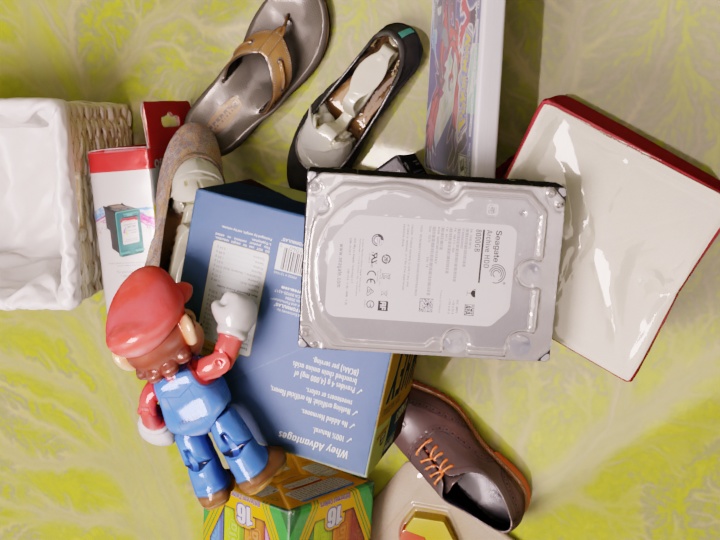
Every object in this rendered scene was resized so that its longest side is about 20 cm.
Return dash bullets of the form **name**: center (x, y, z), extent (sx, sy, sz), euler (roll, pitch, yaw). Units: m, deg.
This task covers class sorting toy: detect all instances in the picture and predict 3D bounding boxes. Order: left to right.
- **sorting toy**: center (0.073, 0.322, 1.098), extent (0.200, 0.036, 0.186), euler (39, 107, 6)

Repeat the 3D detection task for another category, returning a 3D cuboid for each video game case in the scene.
- **video game case**: center (0.088, -0.181, 0.939), extent (0.023, 0.182, 0.202), euler (0, 100, -9)

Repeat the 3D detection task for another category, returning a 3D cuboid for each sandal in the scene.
- **sandal**: center (-0.103, -0.194, 1.043), extent (0.082, 0.055, 0.200), euler (44, 97, 0)

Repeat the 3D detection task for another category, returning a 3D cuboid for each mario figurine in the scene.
- **mario figurine**: center (-0.133, 0.085, 0.886), extent (0.123, 0.106, 0.201), euler (-29, 101, -18)

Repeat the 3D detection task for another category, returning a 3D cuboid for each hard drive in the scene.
- **hard drive**: center (0.053, -0.004, 0.835), extent (0.198, 0.038, 0.141), euler (4, 102, -3)

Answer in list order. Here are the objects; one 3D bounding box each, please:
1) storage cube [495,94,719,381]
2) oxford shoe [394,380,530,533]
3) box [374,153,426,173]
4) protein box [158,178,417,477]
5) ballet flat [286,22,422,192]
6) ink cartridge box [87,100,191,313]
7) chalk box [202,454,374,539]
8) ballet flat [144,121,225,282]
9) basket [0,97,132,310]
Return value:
- **storage cube**: center (0.198, -0.037, 0.931), extent (0.199, 0.180, 0.172), euler (30, 105, 7)
- **oxford shoe**: center (0.082, 0.177, 1.052), extent (0.200, 0.073, 0.071), euler (37, 107, 7)
- **box**: center (0.000, 0.000, 1.042), extent (0.199, 0.079, 0.142), euler (-32, 86, 17)
- **protein box**: center (-0.049, 0.042, 0.952), extent (0.197, 0.135, 0.201), euler (15, 102, 13)
- **ballet flat**: center (-0.017, -0.152, 1.026), extent (0.068, 0.068, 0.201), euler (36, 107, 6)
- **ink cartridge box**: center (-0.207, -0.064, 1.067), extent (0.067, 0.116, 0.202), euler (-3, 98, 15)
- **chalk box**: center (-0.074, 0.302, 1.071), extent (0.123, 0.124, 0.202), euler (10, 103, 39)
- **ballet flat**: center (-0.155, -0.042, 0.991), extent (0.067, 0.068, 0.202), euler (-3, 75, 56)
- **basket**: center (-0.343, -0.071, 1.079), extent (0.198, 0.161, 0.200), euler (0, 99, 14)
